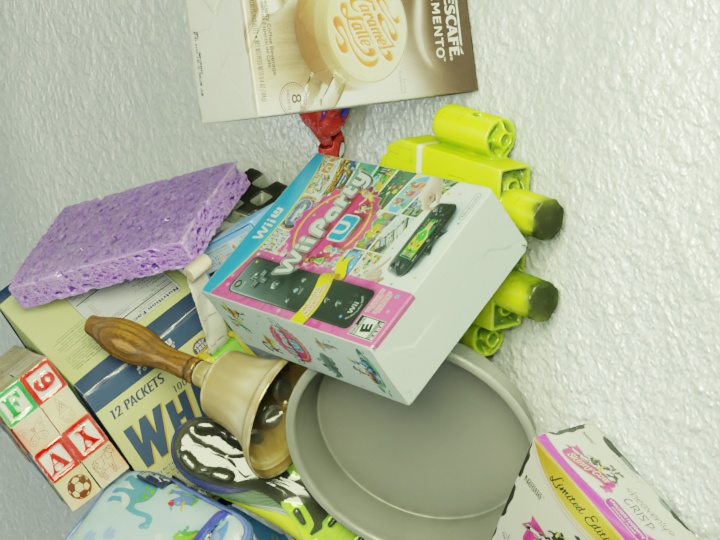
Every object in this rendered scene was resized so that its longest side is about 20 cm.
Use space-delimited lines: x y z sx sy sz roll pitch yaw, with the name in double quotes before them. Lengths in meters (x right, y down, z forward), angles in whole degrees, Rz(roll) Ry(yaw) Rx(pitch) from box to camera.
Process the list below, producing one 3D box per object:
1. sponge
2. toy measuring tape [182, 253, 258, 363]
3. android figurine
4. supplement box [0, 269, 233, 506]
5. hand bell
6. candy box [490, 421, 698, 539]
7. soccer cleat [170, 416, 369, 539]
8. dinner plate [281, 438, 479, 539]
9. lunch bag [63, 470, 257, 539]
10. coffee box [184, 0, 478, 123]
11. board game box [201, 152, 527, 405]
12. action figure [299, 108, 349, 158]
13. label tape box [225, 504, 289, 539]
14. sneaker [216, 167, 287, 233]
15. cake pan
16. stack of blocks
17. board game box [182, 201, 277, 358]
"sponge" -0.195 -0.030 1.516 0.199 0.112 0.030 -13 123 33
"toy measuring tape" -0.094 0.077 1.462 0.074 0.073 0.201 39 150 43
"android figurine" 0.073 -0.031 1.351 0.200 0.041 0.183 21 115 50
"supplement box" -0.189 0.091 1.593 0.200 0.134 0.200 36 159 49
"hand bell" -0.134 0.076 1.411 0.199 0.104 0.105 22 118 28
"candy box" 0.152 0.229 1.290 0.136 0.061 0.201 49 134 37
"soccer cleat" -0.061 0.176 1.451 0.065 0.200 0.084 -61 0 -9
"dinner plate" 0.009 0.182 1.455 0.199 0.024 0.201 16 128 22
"lunch bag" -0.176 0.262 1.433 0.160 0.200 0.083 22 150 37
"coffee box" -0.020 -0.173 1.306 0.080 0.199 0.115 0 99 53
"board game box" 0.000 0.000 1.301 0.200 0.148 0.064 15 150 50
"action figure" -0.023 -0.178 1.443 0.065 0.051 0.201 40 134 50
"label tape box" -0.123 0.273 1.503 0.145 0.199 0.063 -103 -9 -49
"sneaker" -0.059 -0.019 1.528 0.200 0.074 0.089 30 141 44
"cake pan" 0.043 0.127 1.350 0.199 0.037 0.201 10 124 15
"stack of blocks" -0.271 0.131 1.550 0.115 0.058 0.200 55 166 -12
"board game box" -0.054 0.049 1.481 0.200 0.037 0.151 56 150 -7
